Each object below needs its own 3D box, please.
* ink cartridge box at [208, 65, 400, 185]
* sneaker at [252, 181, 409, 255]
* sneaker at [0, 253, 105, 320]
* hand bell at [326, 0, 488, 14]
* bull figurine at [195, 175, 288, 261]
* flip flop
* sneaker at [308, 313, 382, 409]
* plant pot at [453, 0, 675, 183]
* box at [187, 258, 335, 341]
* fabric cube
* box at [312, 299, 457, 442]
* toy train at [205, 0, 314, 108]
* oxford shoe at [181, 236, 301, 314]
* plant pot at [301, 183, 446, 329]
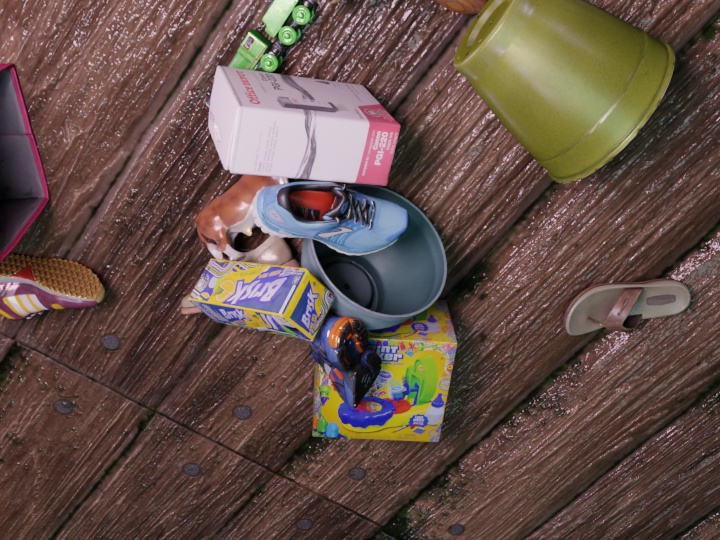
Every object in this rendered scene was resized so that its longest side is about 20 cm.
[{"bbox_3d":[-0.072,-0.176,0.859,0.199,0.146,0.085,0,123,-23],"label":"ink cartridge box"},{"bbox_3d":[-0.025,-0.065,0.856,0.199,0.090,0.079,4,81,-26],"label":"sneaker"},{"bbox_3d":[-0.475,0.033,1.044,0.199,0.075,0.090,13,127,-2],"label":"sneaker"},{"bbox_3d":[0.067,-0.344,0.845,0.199,0.104,0.104,9,121,-22],"label":"hand bell"},{"bbox_3d":[-0.144,-0.087,0.969,0.200,0.122,0.065,-35,159,26],"label":"bull figurine"},{"bbox_3d":[0.415,0.062,1.096,0.199,0.058,0.081,-8,120,2],"label":"flip flop"},{"bbox_3d":[-0.025,0.116,0.958,0.078,0.075,0.200,25,149,28],"label":"sneaker"},{"bbox_3d":[0.222,-0.241,0.838,0.193,0.201,0.201,33,114,-14],"label":"plant pot"},{"bbox_3d":[-0.131,0.035,0.913,0.199,0.070,0.064,6,151,43],"label":"box"},{"bbox_3d":[-0.534,-0.130,0.868,0.198,0.196,0.201,-3,121,-1],"label":"fabric cube"},{"bbox_3d":[0.030,0.150,1.097,0.199,0.122,0.193,3,119,-4],"label":"box"},{"bbox_3d":[-0.131,-0.267,0.895,0.056,0.042,0.200,37,113,-10],"label":"toy train"},{"bbox_3d":[-0.186,0.006,1.048,0.199,0.071,0.074,-24,93,13],"label":"oxford shoe"},{"bbox_3d":[0.000,0.000,0.984,0.200,0.201,0.134,23,144,-15],"label":"plant pot"}]
